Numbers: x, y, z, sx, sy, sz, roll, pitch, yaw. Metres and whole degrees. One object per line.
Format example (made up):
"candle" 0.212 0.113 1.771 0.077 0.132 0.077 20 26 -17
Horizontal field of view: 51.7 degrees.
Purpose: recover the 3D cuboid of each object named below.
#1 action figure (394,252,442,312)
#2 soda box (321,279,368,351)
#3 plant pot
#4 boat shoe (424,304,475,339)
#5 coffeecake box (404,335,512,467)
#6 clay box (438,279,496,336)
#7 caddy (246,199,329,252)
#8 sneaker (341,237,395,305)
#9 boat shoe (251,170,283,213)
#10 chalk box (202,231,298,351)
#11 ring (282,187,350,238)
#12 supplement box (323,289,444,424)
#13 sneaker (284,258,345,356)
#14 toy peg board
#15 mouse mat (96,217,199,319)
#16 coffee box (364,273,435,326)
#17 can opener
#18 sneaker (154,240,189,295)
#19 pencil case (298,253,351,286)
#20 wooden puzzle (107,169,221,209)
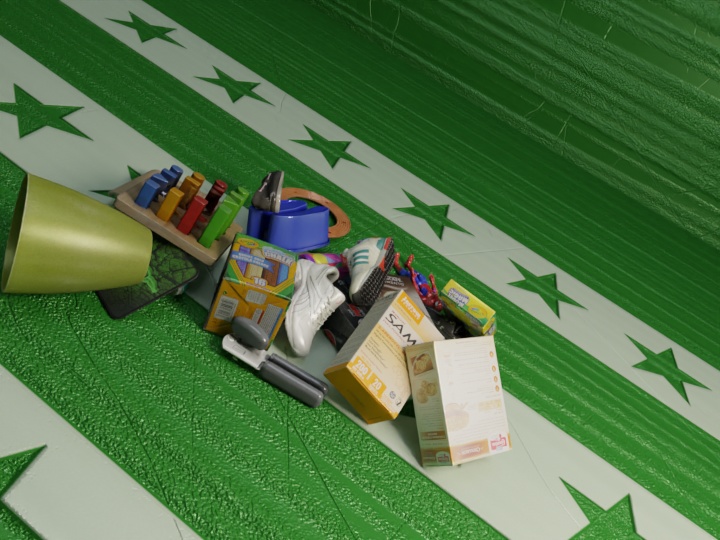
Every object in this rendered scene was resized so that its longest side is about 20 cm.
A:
"action figure" 0.135 0.028 1.668 0.065 0.052 0.200 12 31 -34
"soda box" -0.021 0.104 1.398 0.063 0.071 0.200 0 39 -40
"plant pot" -0.443 -0.040 1.179 0.200 0.187 0.187 12 32 -30
"boat shoe" 0.196 0.131 1.546 0.069 0.057 0.200 -11 46 -48
"coffeecake box" 0.167 0.217 1.256 0.153 0.073 0.200 0 78 -41
"clay box" 0.225 0.086 1.541 0.115 0.048 0.200 38 -8 19
"caddy" -0.153 -0.082 1.565 0.141 0.105 0.200 17 20 35
"sneaker" 0.000 -0.001 1.458 0.093 0.070 0.200 6 38 20
"boat shoe" -0.191 -0.169 1.538 0.057 0.067 0.200 8 20 -8
"chalk box" -0.191 0.024 1.336 0.124 0.125 0.200 20 31 -11
"ring" -0.118 -0.134 1.759 0.200 0.019 0.200 21 30 -13
"supplement box" 0.044 0.146 1.274 0.126 0.074 0.200 48 50 -13
"sneaker" -0.080 0.063 1.342 0.099 0.078 0.200 0 57 10
"toy peg board" -0.306 -0.128 1.354 0.199 0.098 0.200 33 19 -6
"mouse mat" -0.389 -0.016 1.276 0.161 0.008 0.200 -31 55 -19
"coffee box" 0.066 0.095 1.474 0.114 0.080 0.200 9 34 -27
"can opener" -0.142 0.155 1.234 0.200 0.066 0.053 34 30 3
"sneaker" -0.343 -0.030 1.354 0.080 0.071 0.200 -4 40 -37
"pencil case" -0.054 0.002 1.525 0.200 0.088 0.088 -6 43 -44
"wooden puzzle" -0.384 -0.134 1.510 0.200 0.046 0.185 23 23 3
